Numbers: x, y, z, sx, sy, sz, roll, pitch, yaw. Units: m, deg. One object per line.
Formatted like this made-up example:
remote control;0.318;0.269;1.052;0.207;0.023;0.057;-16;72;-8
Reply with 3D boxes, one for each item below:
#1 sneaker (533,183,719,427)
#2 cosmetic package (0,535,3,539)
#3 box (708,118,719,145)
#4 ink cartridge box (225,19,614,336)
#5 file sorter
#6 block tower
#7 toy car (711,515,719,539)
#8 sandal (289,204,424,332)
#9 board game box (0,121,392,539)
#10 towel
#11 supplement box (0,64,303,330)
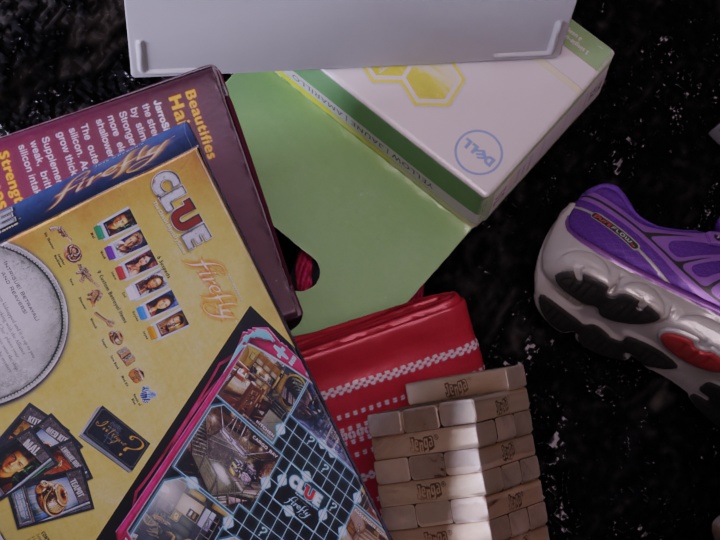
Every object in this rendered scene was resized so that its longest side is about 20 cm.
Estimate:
sneaker;0.183;0.021;0.839;0.200;0.081;0.084;31;62;-5
cosmetic package;-0.178;0.082;0.805;0.107;0.090;0.200;39;85;2
box;0.284;-0.102;0.877;0.200;0.035;0.110;-44;87;-7
ink cartridge box;0.002;-0.070;0.827;0.145;0.048;0.200;39;70;10
file sorter;-0.006;-0.177;0.771;0.199;0.139;0.125;-3;66;-6
block tower;0.051;0.145;0.747;0.054;0.058;0.201;-11;87;31
toy car;0.180;0.209;0.773;0.175;0.150;0.200;-39;86;-7
sandal;0.000;0.000;0.843;0.075;0.045;0.201;15;82;-3
board game box;-0.083;0.061;0.679;0.135;0.035;0.200;-26;115;-3
towel;0.004;0.119;0.809;0.144;0.022;0.200;-17;106;-6
supplement box;-0.135;0.004;0.731;0.200;0.086;0.111;-19;85;-6
